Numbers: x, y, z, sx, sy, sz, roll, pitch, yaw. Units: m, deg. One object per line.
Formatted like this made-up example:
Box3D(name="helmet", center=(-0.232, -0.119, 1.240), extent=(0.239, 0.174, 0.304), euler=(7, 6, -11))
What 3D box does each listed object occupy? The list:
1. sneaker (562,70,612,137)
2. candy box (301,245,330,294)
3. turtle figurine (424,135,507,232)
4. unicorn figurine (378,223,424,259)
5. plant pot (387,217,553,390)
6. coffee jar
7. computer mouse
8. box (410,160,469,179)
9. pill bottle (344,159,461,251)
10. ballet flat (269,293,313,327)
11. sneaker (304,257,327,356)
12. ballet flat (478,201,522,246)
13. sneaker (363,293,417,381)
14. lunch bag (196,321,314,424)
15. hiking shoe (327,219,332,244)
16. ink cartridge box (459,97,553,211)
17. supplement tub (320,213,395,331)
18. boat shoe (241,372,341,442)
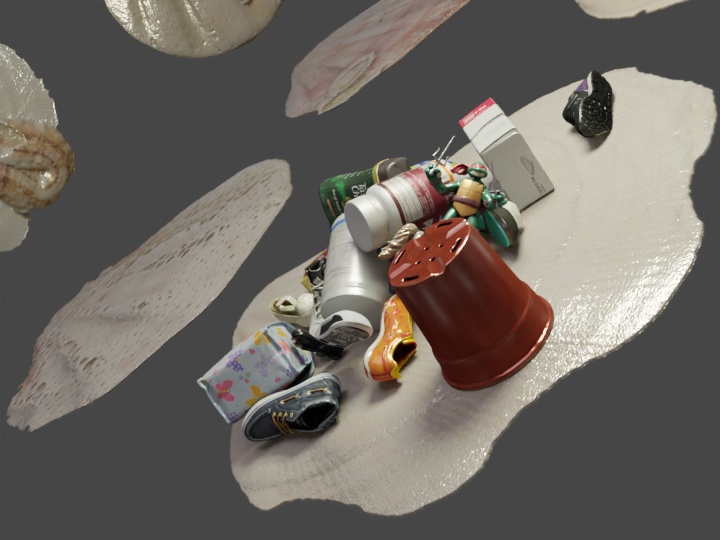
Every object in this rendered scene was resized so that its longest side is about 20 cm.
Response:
Box3D(name="sneaker", center=(0.425, -0.294, 1.806), extent=(0.088, 0.076, 0.200), euler=(-40, 15, 39))
Box3D(name="candy box", center=(-0.030, -0.037, 1.967), extent=(0.200, 0.056, 0.117), euler=(-39, 11, 12))
Box3D(name="turtle figurine", center=(0.181, -0.119, 1.614), extent=(0.149, 0.101, 0.201), euler=(13, 84, 24))
Box3D(name="unicorn figurine", center=(0.128, -0.019, 1.677), extent=(0.074, 0.200, 0.138), euler=(27, 86, 42))
Box3D(name="plant pot", center=(0.154, 0.039, 1.428), extent=(0.200, 0.195, 0.201), euler=(-32, 24, 16))
Box3D(name="coffee jar", center=(0.019, -0.153, 1.864), extent=(0.200, 0.105, 0.085), euler=(-14, 10, 40))
Box3D(name="computer mouse", center=(-0.039, 0.106, 1.653), extent=(0.200, 0.109, 0.044), euler=(-31, 44, 55))
Box3D(name="box", center=(0.113, -0.183, 1.990), extent=(0.200, 0.048, 0.122), euler=(-24, 18, -21))
Box3D(name="pill bottle", center=(0.079, -0.114, 1.699), extent=(0.200, 0.115, 0.114), euler=(-24, 18, -21))
Box3D(name="ballet flat", center=(-0.120, 0.077, 1.932), extent=(0.200, 0.070, 0.070), euler=(-6, 40, 52))
Box3D(name="sneaker", center=(-0.079, 0.059, 1.800), extent=(0.075, 0.115, 0.201), euler=(-14, 45, 18))
Box3D(name="ballet flat", center=(0.242, -0.096, 1.691), extent=(0.068, 0.068, 0.200), euler=(-29, 23, -10))
Box3D(name="sneaker", center=(0.067, 0.113, 1.611), extent=(0.077, 0.073, 0.200), euler=(-3, 43, 23))
Box3D(name="lunch bag", center=(-0.181, 0.185, 1.753), extent=(0.169, 0.127, 0.200), euler=(-38, -2, 6))
Box3D(name="hiking shoe", center=(0.010, -0.130, 2.120), extent=(0.200, 0.074, 0.087), euler=(-39, 29, 28))
Box3D(name="ink cartridge box", center=(0.271, -0.219, 1.779), extent=(0.083, 0.145, 0.200), euler=(-34, 24, 11))
Box3D(name="supplement tub", center=(0.000, 0.000, 1.755), extent=(0.132, 0.132, 0.201), euler=(-23, 46, 34))
Box3D(name="boat shoe", center=(-0.122, 0.249, 1.616), extent=(0.200, 0.071, 0.091), euler=(-32, 20, 13))
